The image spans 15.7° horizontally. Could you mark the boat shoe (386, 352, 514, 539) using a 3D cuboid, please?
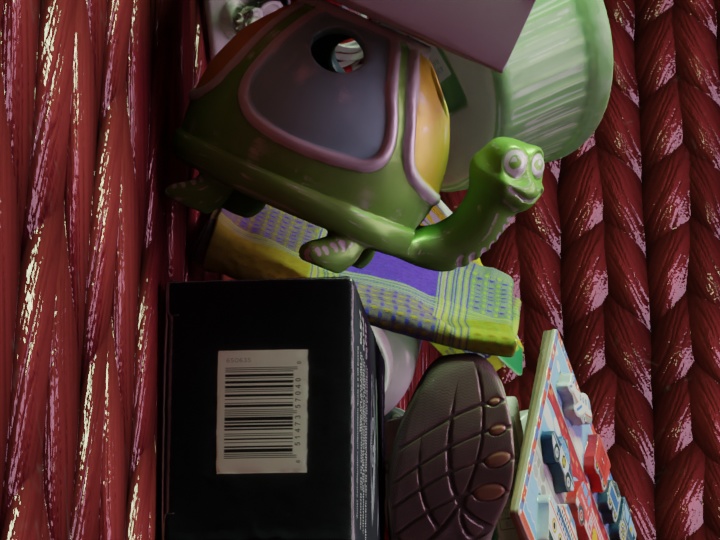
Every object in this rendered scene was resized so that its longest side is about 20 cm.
[{"bbox_3d":[0.044,0.139,1.534,0.073,0.074,0.200,-121,-144,-70],"label":"boat shoe"}]

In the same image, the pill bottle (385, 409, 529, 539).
[{"bbox_3d":[0.052,0.148,1.727,0.112,0.200,0.113,15,68,-41],"label":"pill bottle"}]

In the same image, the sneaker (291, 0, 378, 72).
[{"bbox_3d":[-0.012,-0.130,1.681,0.112,0.071,0.200,-13,-81,57],"label":"sneaker"}]

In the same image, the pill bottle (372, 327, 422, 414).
[{"bbox_3d":[-0.015,0.046,1.775,0.200,0.111,0.111,-67,155,-78],"label":"pill bottle"}]

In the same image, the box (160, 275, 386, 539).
[{"bbox_3d":[-0.044,0.098,1.454,0.200,0.104,0.148,74,16,-73],"label":"box"}]

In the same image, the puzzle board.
[{"bbox_3d":[0.136,0.158,1.619,0.151,0.017,0.200,-75,151,-44],"label":"puzzle board"}]

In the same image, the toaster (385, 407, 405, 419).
[{"bbox_3d":[0.014,0.203,1.893,0.129,0.113,0.200,54,23,-66],"label":"toaster"}]

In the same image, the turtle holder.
[{"bbox_3d":[-0.006,-0.070,1.428,0.141,0.185,0.132,17,98,-60],"label":"turtle holder"}]

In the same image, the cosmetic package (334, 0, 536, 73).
[{"bbox_3d":[0.006,-0.166,1.440,0.200,0.151,0.052,-125,-123,-80],"label":"cosmetic package"}]

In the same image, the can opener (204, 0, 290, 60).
[{"bbox_3d":[-0.080,-0.212,1.559,0.066,0.053,0.200,43,-34,44],"label":"can opener"}]

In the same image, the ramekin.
[{"bbox_3d":[0.061,-0.149,1.725,0.098,0.200,0.200,-27,126,-35],"label":"ramekin"}]

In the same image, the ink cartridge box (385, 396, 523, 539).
[{"bbox_3d":[0.028,0.174,1.643,0.050,0.200,0.161,-3,81,-47],"label":"ink cartridge box"}]

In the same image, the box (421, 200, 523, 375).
[{"bbox_3d":[0.045,-0.004,1.766,0.117,0.048,0.200,46,10,-29],"label":"box"}]

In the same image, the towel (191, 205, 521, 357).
[{"bbox_3d":[0.000,0.000,1.549,0.144,0.200,0.023,-69,177,-74],"label":"towel"}]
